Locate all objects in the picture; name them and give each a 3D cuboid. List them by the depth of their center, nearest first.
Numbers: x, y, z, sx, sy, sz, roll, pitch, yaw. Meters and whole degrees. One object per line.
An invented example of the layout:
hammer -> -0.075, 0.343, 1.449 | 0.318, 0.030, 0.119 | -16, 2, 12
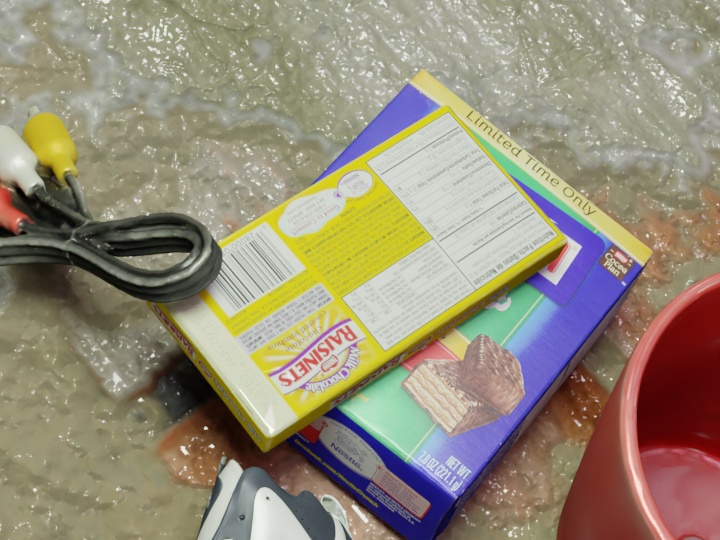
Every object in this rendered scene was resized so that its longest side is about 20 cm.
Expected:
sneaker -> -0.081, 0.157, 1.021 | 0.199, 0.080, 0.130 | -8, 65, -20
cable -> -0.155, -0.026, 1.059 | 0.097, 0.050, 0.200 | -38, 37, -19
plant pot -> 0.195, 0.122, 1.061 | 0.200, 0.177, 0.201 | 7, 62, -12
candy box -> 0.000, 0.000, 1.066 | 0.200, 0.026, 0.102 | -32, 74, -25
candy box -> 0.035, 0.018, 1.125 | 0.169, 0.077, 0.200 | 38, 59, 7
